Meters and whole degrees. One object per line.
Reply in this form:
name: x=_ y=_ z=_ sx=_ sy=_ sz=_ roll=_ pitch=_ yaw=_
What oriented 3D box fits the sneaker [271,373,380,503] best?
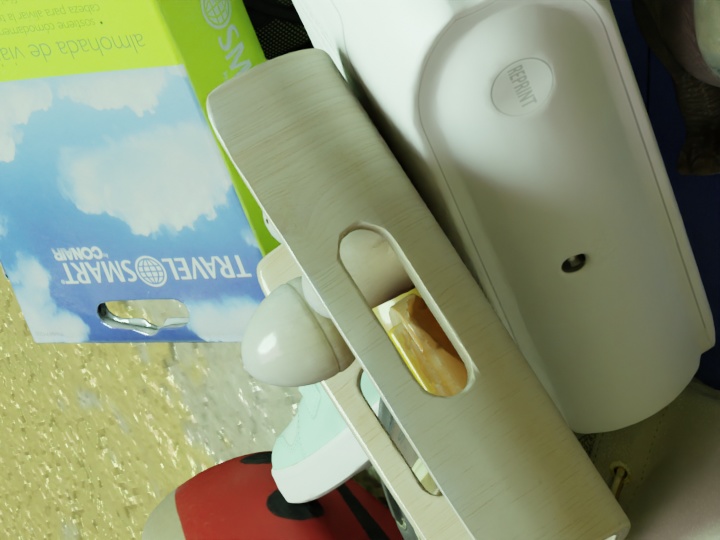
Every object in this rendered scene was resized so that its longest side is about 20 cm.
sneaker: x=0.000 y=0.000 z=0.933 sx=0.118 sy=0.074 sz=0.200 roll=53 pitch=141 yaw=10

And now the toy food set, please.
toy food set: x=0.008 y=0.033 z=0.717 sx=0.144 sy=0.060 sz=0.200 roll=57 pitch=176 yaw=11

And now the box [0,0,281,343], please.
box: x=-0.092 y=-0.070 z=0.860 sx=0.122 sy=0.048 sz=0.200 roll=-1 pitch=123 yaw=36

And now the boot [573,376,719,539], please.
boot: x=0.122 y=0.122 z=0.794 sx=0.155 sy=0.072 sz=0.200 roll=12 pitch=121 yaw=47

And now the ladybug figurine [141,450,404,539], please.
ladybug figurine: x=-0.010 y=0.134 z=1.007 sx=0.072 sy=0.136 sz=0.200 roll=-56 pitch=46 yaw=14

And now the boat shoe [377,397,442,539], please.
boat shoe: x=0.055 y=0.096 z=0.914 sx=0.065 sy=0.073 sz=0.200 roll=61 pitch=175 yaw=37

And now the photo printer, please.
photo printer: x=0.025 y=-0.067 z=0.731 sx=0.167 sy=0.069 sz=0.200 roll=60 pitch=178 yaw=40

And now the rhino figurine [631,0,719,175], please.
rhino figurine: x=0.112 y=-0.064 z=0.657 sx=0.200 sy=0.060 sz=0.088 roll=-137 pitch=31 yaw=-81

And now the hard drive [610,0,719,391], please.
hard drive: x=0.151 y=-0.013 z=0.752 sx=0.200 sy=0.025 sz=0.132 roll=18 pitch=117 yaw=45

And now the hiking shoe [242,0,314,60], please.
hiking shoe: x=-0.010 y=-0.119 z=0.874 sx=0.200 sy=0.076 sz=0.101 roll=-12 pitch=142 yaw=39
